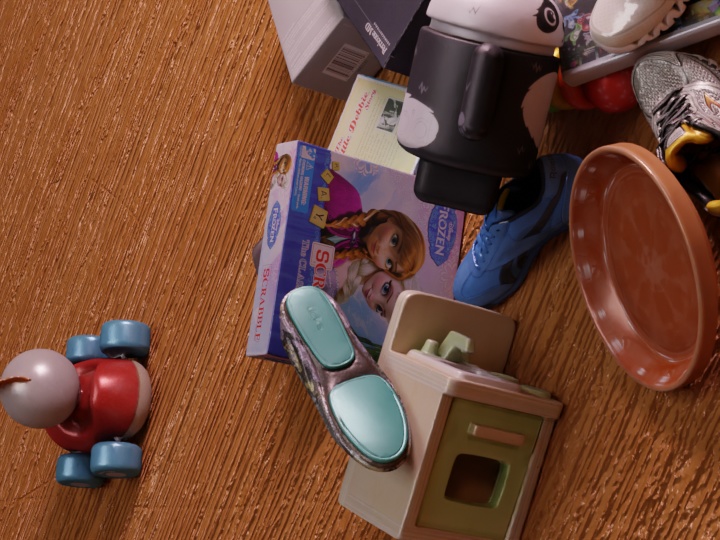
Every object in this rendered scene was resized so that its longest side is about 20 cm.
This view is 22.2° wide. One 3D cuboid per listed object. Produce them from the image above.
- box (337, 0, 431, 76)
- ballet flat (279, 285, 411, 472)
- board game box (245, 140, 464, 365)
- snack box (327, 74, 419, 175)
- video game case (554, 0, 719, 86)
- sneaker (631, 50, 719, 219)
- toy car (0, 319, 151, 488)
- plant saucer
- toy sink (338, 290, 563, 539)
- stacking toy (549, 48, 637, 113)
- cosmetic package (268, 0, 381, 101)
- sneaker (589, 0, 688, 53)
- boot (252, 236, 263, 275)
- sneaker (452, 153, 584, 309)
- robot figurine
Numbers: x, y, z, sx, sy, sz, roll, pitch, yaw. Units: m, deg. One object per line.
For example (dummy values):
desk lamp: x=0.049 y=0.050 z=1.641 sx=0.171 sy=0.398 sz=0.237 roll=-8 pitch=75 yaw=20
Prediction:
box: x=0.070 y=-0.309 z=1.804 sx=0.182 sy=0.104 sz=0.200 roll=-57 pitch=37 yaw=24
ballet flat: x=-0.013 y=0.103 z=1.578 sx=0.072 sy=0.072 sz=0.200 roll=-52 pitch=51 yaw=31
board game box: x=0.000 y=0.000 z=1.706 sx=0.041 sy=0.199 sz=0.200 roll=-6 pitch=74 yaw=55
snack box: x=0.012 y=-0.087 z=1.821 sx=0.116 sy=0.037 sz=0.200 roll=21 pitch=89 yaw=39
video game case: x=0.252 y=-0.266 z=1.541 sx=0.200 sy=0.023 sz=0.182 roll=-18 pitch=62 yaw=31
sneaker: x=0.269 y=-0.110 z=1.445 sx=0.078 sy=0.082 sz=0.200 roll=-56 pitch=42 yaw=26
toy car: x=-0.369 y=0.149 z=2.194 sx=0.177 sy=0.200 sz=0.185 roll=-20 pitch=61 yaw=51
plant saucer: x=0.227 y=-0.004 z=1.457 sx=0.200 sy=0.032 sz=0.201 roll=165 pitch=90 yaw=-72
toy sink: x=0.086 y=0.134 z=1.593 sx=0.112 sy=0.130 sz=0.200 roll=21 pitch=94 yaw=56
stacking toy: x=0.171 y=-0.172 z=1.631 sx=0.200 sy=0.085 sz=0.086 roll=13 pitch=89 yaw=53
cosmetic package: x=-0.036 y=-0.292 z=1.974 sx=0.107 sy=0.090 sz=0.200 roll=-48 pitch=40 yaw=36
sneaker: x=0.246 y=-0.267 z=1.479 sx=0.200 sy=0.081 sz=0.075 roll=-53 pitch=52 yaw=9
boot: x=-0.013 y=-0.014 z=1.880 sx=0.200 sy=0.068 sz=0.188 roll=-40 pitch=43 yaw=27
sneaker: x=0.129 y=-0.038 z=1.641 sx=0.200 sy=0.078 sz=0.066 roll=-47 pitch=45 yaw=38
robot figurine: x=0.103 y=-0.151 z=1.552 sx=0.150 sy=0.125 sz=0.200 roll=28 pitch=109 yaw=53
